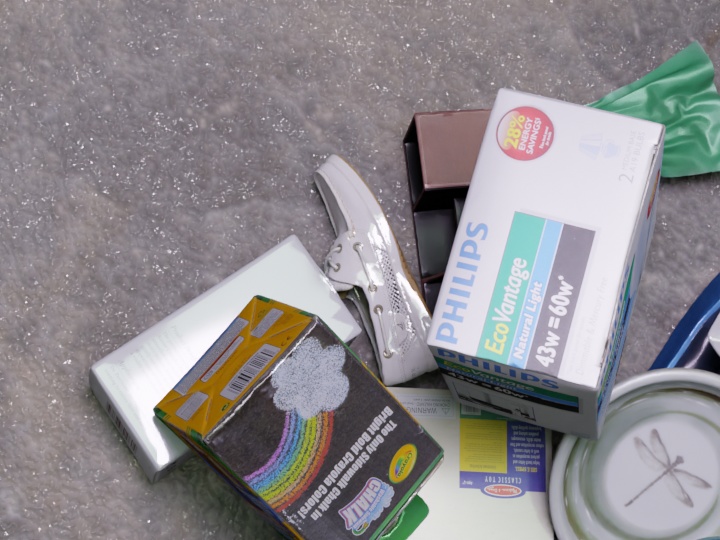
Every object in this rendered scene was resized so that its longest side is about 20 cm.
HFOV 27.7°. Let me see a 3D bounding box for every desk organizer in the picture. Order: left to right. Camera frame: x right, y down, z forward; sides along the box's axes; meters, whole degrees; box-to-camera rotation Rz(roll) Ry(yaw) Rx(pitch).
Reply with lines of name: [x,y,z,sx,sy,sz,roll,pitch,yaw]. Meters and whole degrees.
desk organizer: [0.089,-0.032,1.234,0.076,0.072,0.202,-5,76,-9]

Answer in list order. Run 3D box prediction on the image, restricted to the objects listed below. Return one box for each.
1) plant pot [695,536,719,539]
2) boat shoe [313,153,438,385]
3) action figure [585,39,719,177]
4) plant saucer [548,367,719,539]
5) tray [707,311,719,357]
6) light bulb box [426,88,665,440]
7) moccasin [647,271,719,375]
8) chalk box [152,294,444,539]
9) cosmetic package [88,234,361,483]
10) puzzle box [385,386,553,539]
plant pot: [0.286,0.332,1.110,0.161,0.200,0.201,38,72,-14]
boat shoe: [0.000,0.000,1.209,0.069,0.071,0.201,-25,77,-9]
action figure: [0.225,-0.114,1.288,0.198,0.055,0.119,-19,80,-7]
plant saucer: [0.248,0.171,1.193,0.198,0.050,0.202,-1,103,-3]
tray: [0.359,0.099,1.183,0.201,0.022,0.107,53,44,-10]
light bulb box: [0.141,0.002,1.081,0.124,0.200,0.200,14,77,13]
moccasin: [0.307,0.064,1.251,0.068,0.080,0.200,38,86,-3]
chalk box: [-0.033,0.135,1.091,0.125,0.124,0.200,-47,113,-13]
cosmetic package: [-0.109,0.070,1.171,0.199,0.074,0.102,-32,83,-18]
puzzle box: [0.061,0.165,1.198,0.198,0.025,0.134,4,74,-9]
